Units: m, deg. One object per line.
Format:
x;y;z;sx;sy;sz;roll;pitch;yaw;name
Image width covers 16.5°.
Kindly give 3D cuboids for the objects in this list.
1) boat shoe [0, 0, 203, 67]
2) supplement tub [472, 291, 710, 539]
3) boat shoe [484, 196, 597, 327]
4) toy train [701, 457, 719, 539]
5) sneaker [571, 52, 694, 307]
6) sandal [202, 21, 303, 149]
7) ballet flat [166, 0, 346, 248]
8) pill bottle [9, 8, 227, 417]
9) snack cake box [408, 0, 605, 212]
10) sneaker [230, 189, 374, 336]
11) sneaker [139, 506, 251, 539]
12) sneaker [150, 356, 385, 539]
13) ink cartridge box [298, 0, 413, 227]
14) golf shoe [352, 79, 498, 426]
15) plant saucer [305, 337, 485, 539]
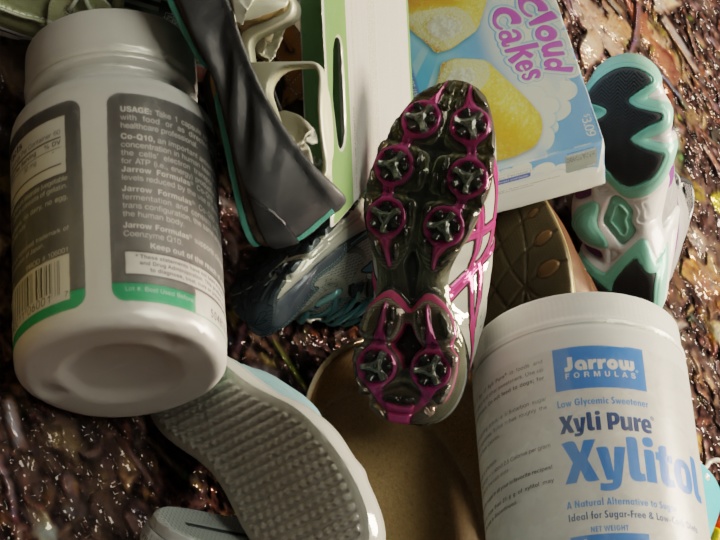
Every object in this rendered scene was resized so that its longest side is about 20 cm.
-0.145;-0.158;1.389;0.200;0.062;0.072;10;90;-20;boat shoe
0.135;0.128;1.448;0.132;0.132;0.200;22;51;-38;supplement tub
0.126;0.036;1.615;0.068;0.072;0.200;18;49;-62;boat shoe
0.229;0.213;1.623;0.150;0.056;0.200;14;59;-44;toy train
0.189;-0.070;1.706;0.140;0.078;0.200;-52;148;-60;sneaker
-0.036;-0.124;1.544;0.082;0.055;0.200;52;38;-9;sandal
-0.056;-0.111;1.336;0.073;0.073;0.200;-6;73;-50;ballet flat
-0.131;-0.033;1.330;0.113;0.113;0.200;22;52;-38;pill bottle
0.078;-0.140;1.614;0.067;0.115;0.200;75;-1;-65;snack cake box
0.000;0.000;1.487;0.086;0.078;0.200;59;38;-6;sneaker
-0.036;0.178;1.326;0.200;0.071;0.073;17;14;-26;sneaker
-0.032;0.102;1.322;0.082;0.074;0.200;19;18;-42;sneaker
-0.013;-0.118;1.441;0.200;0.048;0.146;-45;135;-67;ink cartridge box
0.041;-0.010;1.443;0.092;0.073;0.200;13;87;-74;golf shoe
0.029;0.137;1.459;0.200;0.035;0.200;27;48;-34;plant saucer
